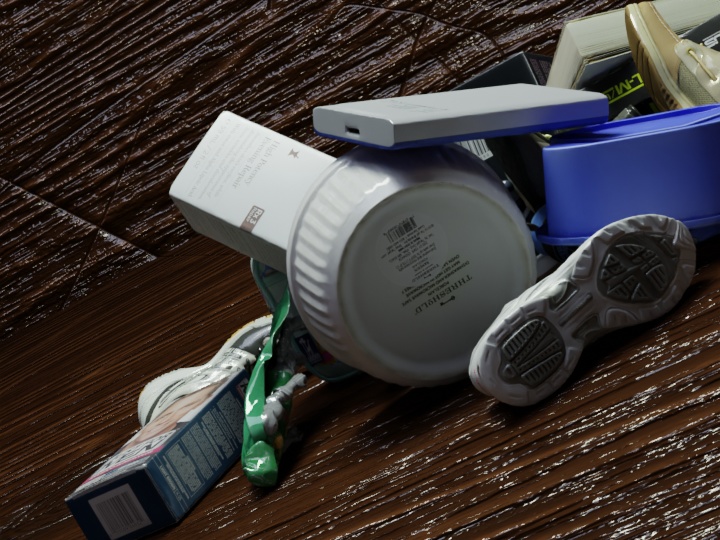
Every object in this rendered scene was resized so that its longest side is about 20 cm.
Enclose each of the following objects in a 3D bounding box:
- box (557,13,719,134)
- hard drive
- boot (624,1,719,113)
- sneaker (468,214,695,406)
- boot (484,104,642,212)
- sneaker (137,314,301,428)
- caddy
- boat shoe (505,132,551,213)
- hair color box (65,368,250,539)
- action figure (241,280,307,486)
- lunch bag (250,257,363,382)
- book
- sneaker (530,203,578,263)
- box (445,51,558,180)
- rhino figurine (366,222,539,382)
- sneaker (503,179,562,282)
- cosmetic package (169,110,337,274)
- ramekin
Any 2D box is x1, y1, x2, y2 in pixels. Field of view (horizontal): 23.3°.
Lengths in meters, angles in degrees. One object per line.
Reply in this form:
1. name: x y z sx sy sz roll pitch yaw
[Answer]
1. box: 0.289 -0.154 1.641 0.192 0.048 0.200 -26 -19 13
2. hard drive: 0.080 -0.125 1.400 0.199 0.026 0.132 -9 14 -28
3. boot: 0.328 -0.176 1.488 0.155 0.201 0.073 -28 -30 1
4. sneaker: 0.153 0.023 1.267 0.199 0.078 0.099 -32 5 -16
5. boot: 0.195 -0.107 1.542 0.130 0.068 0.200 -38 -37 6
6. sneaker: -0.127 0.119 1.732 0.199 0.076 0.088 -32 25 5
7. caddy: 0.232 -0.064 1.372 0.199 0.106 0.141 -9 11 14
8. boat shoe: 0.167 -0.096 1.632 0.060 0.072 0.202 -20 -34 8
9. hair color box: -0.168 0.168 1.561 0.100 0.061 0.200 -25 9 29
10. action figure: -0.073 0.115 1.475 0.054 0.119 0.200 8 35 1
11. lunch bag: 0.000 0.000 1.621 0.199 0.161 0.077 -30 8 -3
12. book: 0.275 -0.202 1.635 0.199 0.048 0.134 -17 -22 -14
13. sneaker: 0.244 -0.062 1.503 0.199 0.070 0.078 -33 23 -14
14. box: 0.146 -0.127 1.824 0.199 0.125 0.196 -26 -11 25
15. rhino figurine: 0.071 0.021 1.486 0.200 0.088 0.060 -36 28 -1
16. sneaker: 0.074 -0.003 1.556 0.199 0.109 0.070 -32 8 -8
17. cosmetic package: -0.060 -0.055 1.550 0.199 0.074 0.102 23 72 27
18. ramekin: 0.046 -0.002 1.385 0.199 0.201 0.105 -31 17 -4
